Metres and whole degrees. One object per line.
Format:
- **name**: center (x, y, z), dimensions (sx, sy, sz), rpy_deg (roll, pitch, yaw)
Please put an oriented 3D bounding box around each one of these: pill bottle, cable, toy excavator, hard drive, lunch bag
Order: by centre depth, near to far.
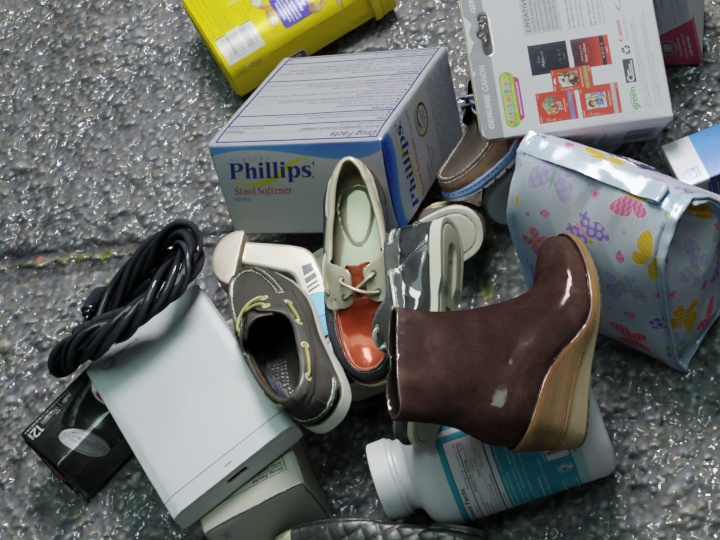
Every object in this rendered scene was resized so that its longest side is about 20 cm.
- **pill bottle**: center (0.109, 0.150, 1.432), dimensions (0.199, 0.111, 0.111), rpy_deg (-19, 51, 6)
- **lunch bag**: center (0.229, -0.031, 1.464), dimensions (0.169, 0.200, 0.127), rpy_deg (23, 66, 33)
- **hard drive**: center (-0.151, 0.116, 1.493), dimensions (0.132, 0.027, 0.200), rpy_deg (-38, 49, -2)
- **toy excavator**: center (-0.026, 0.032, 1.558), dimensions (0.193, 0.100, 0.201), rpy_deg (-20, 59, 3)
- **cable**: center (-0.219, 0.026, 1.561), dimensions (0.200, 0.051, 0.163), rpy_deg (-27, 17, 48)

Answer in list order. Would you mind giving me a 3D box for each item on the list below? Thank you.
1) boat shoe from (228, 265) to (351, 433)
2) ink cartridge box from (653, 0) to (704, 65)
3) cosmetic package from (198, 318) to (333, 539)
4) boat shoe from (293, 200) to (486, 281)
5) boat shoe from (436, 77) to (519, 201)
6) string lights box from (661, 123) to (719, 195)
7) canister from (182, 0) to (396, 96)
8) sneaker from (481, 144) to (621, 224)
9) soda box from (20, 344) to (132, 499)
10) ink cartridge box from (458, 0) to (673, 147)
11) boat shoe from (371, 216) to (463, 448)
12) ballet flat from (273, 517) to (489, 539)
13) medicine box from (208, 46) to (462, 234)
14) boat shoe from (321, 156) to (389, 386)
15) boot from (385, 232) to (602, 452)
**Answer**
- **boat shoe**: center (-0.072, 0.056, 1.460), dimensions (0.072, 0.060, 0.201), rpy_deg (-46, 44, 10)
- **ink cartridge box**: center (0.233, -0.271, 1.671), dimensions (0.199, 0.147, 0.083), rpy_deg (-2, 60, 19)
- **cosmetic package**: center (-0.107, 0.154, 1.520), dimensions (0.103, 0.087, 0.201), rpy_deg (-26, 50, 6)
- **boat shoe**: center (0.028, -0.015, 1.614), dimensions (0.199, 0.072, 0.060), rpy_deg (-22, 9, 17)
- **boat shoe**: center (0.131, -0.156, 1.597), dimensions (0.200, 0.072, 0.072), rpy_deg (-51, 27, -14)
- **string lights box**: center (0.381, -0.099, 1.519), dimensions (0.199, 0.103, 0.059), rpy_deg (-21, 50, 5)
- **canister**: center (-0.081, -0.294, 1.843), dimensions (0.199, 0.087, 0.149), rpy_deg (-31, 51, -2)
- **sneaker**: center (0.185, -0.131, 1.646), dimensions (0.200, 0.073, 0.112), rpy_deg (-38, 37, -4)
- **soda box**: center (-0.223, 0.116, 1.602), dimensions (0.063, 0.071, 0.200), rpy_deg (31, 69, 36)
- **ink cartridge box**: center (0.176, -0.213, 1.527), dimensions (0.174, 0.084, 0.201), rpy_deg (-7, 81, -3)
- **boat shoe**: center (0.043, 0.053, 1.406), dimensions (0.067, 0.072, 0.201), rpy_deg (-4, 65, 22)
- **ballet flat**: center (0.015, 0.244, 1.427), dimensions (0.199, 0.066, 0.057), rpy_deg (-1, 64, 21)
- **medicine box**: center (-0.019, -0.127, 1.637), dimensions (0.181, 0.103, 0.200), rpy_deg (0, 32, 24)
- **boat shoe**: center (0.000, 0.000, 1.466), dimensions (0.071, 0.063, 0.201), rpy_deg (-5, 69, 6)
- **boot**: center (0.106, 0.044, 1.348), dimensions (0.165, 0.072, 0.201), rpy_deg (13, 61, -15)
